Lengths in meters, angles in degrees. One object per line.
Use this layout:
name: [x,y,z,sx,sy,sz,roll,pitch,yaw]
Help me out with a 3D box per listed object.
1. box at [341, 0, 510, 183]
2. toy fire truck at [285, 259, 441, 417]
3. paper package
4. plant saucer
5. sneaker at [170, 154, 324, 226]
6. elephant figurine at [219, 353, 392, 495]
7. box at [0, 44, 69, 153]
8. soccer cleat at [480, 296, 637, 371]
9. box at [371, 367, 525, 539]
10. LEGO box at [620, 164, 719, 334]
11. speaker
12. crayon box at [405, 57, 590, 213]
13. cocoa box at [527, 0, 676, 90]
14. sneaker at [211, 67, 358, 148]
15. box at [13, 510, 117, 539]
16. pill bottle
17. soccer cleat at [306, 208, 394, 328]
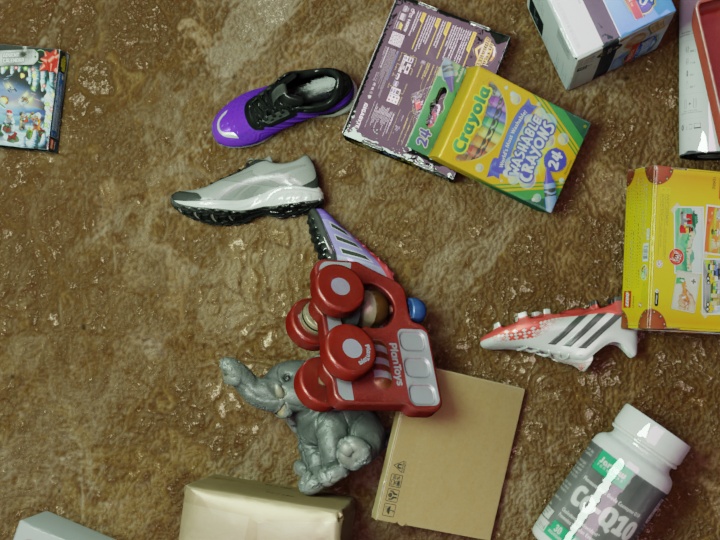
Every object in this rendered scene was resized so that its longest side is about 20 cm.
box: [0.085,-0.235,1.698,0.159,0.049,0.201,21,90,5]
toy fire truck: [0.008,0.083,1.597,0.167,0.112,0.201,5,58,-24]
paper package: [-0.113,0.323,1.623,0.199,0.191,0.104,7,86,6]
plant saucer: [0.485,-0.244,1.601,0.199,0.037,0.201,-19,98,-31]
sneaker: [-0.149,-0.105,1.714,0.199,0.074,0.080,-7,77,0]
elephant figurine: [-0.060,0.165,1.644,0.141,0.155,0.201,-30,85,7]
box: [-0.500,-0.236,1.770,0.199,0.040,0.138,6,87,7]
soccer cleat: [0.252,0.089,1.655,0.199,0.069,0.086,-11,82,1]
box: [0.112,0.229,1.655,0.163,0.021,0.201,14,88,-19]
LEGO box: [0.406,-0.023,1.613,0.148,0.077,0.201,4,88,-15]
speaker: [0.437,-0.242,1.640,0.081,0.081,0.201,0,87,7]
crayon box: [0.173,-0.170,1.649,0.199,0.052,0.126,24,90,-13]
cocoa box: [0.289,-0.321,1.601,0.131,0.200,0.134,-24,85,4]
sneaker: [-0.105,-0.219,1.692,0.199,0.100,0.070,-19,83,5]
box: [-0.403,0.432,1.699,0.124,0.097,0.201,21,90,7]
pill bottle: [0.310,0.272,1.615,0.113,0.113,0.200,34,91,7]
soccer cleat: [0.000,0.000,1.694,0.073,0.068,0.201,-29,84,-12]
